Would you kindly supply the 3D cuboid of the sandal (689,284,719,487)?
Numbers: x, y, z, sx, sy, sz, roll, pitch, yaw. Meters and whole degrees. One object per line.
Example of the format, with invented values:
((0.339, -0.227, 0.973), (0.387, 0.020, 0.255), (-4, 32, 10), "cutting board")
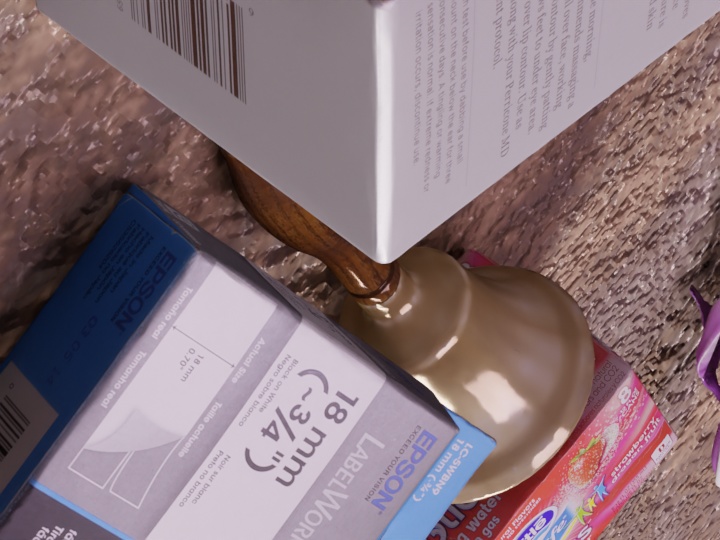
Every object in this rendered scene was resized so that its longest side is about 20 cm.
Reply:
((0.186, 0.007, 1.361), (0.082, 0.050, 0.203), (-37, 139, -58), "sandal")

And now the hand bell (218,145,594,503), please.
((0.000, 0.000, 1.042), (0.104, 0.104, 0.200), (-50, 140, -4), "hand bell")

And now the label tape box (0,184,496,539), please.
((-0.041, 0.084, 0.985), (0.200, 0.063, 0.144), (35, 92, -36), "label tape box")

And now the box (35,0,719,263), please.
((0.023, -0.126, 0.826), (0.200, 0.152, 0.106), (-38, 149, -28), "box")

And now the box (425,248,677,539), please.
((0.028, 0.104, 1.167), (0.200, 0.095, 0.100), (-50, 154, -4), "box")
